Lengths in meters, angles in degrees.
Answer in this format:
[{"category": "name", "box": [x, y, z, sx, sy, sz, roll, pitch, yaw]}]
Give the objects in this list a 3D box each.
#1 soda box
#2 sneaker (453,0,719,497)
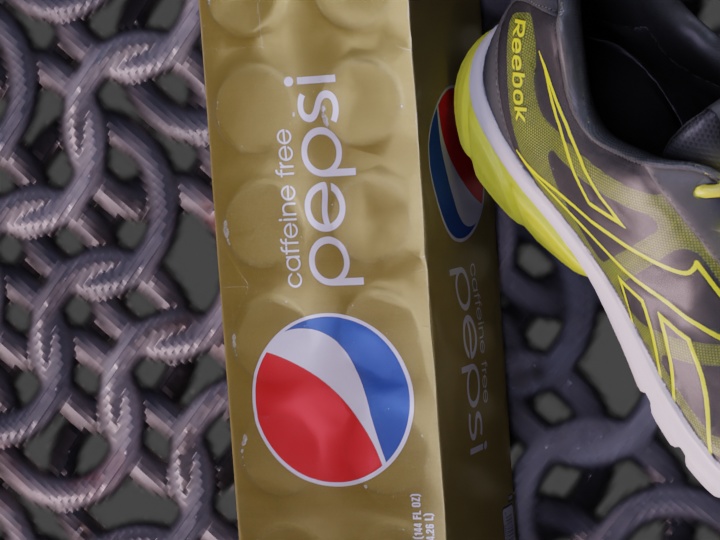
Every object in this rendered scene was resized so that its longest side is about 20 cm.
[{"category": "soda box", "box": [0.000, 0.000, 0.817, 0.068, 0.064, 0.201, -3, 94, 22]}, {"category": "sneaker", "box": [0.100, -0.004, 0.751, 0.074, 0.085, 0.200, -39, 76, -22]}]
